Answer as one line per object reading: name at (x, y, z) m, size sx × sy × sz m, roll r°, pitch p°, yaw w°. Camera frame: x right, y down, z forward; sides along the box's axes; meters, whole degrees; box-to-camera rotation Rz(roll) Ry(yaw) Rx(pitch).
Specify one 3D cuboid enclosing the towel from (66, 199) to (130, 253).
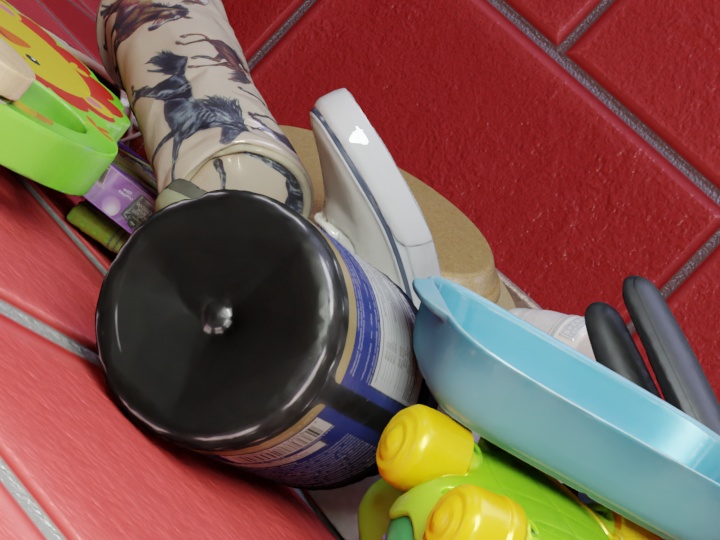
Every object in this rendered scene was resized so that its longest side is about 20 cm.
towel at (-0.080, 0.031, 1.316) m, size 0.200 × 0.023 × 0.144 m, roll 43°, pitch 4°, yaw 3°

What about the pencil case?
pencil case at (-0.086, -0.082, 1.241) m, size 0.089 × 0.078 × 0.200 m, roll 64°, pitch 0°, yaw -41°

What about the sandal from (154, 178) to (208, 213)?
sandal at (-0.068, 0.029, 1.155) m, size 0.080 × 0.057 × 0.201 m, roll 21°, pitch -25°, yaw 30°

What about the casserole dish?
casserole dish at (0.099, 0.068, 1.009) m, size 0.200 × 0.039 × 0.121 m, roll 29°, pitch 11°, yaw -15°

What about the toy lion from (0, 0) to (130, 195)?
toy lion at (-0.185, -0.101, 1.158) m, size 0.192 × 0.069 × 0.200 m, roll 28°, pitch 15°, yaw -49°

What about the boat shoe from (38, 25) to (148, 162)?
boat shoe at (-0.155, -0.087, 1.418) m, size 0.200 × 0.071 × 0.063 m, roll 39°, pitch -14°, yaw 21°

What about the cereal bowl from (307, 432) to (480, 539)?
cereal bowl at (0.065, 0.139, 1.186) m, size 0.200 × 0.083 × 0.200 m, roll 44°, pitch 2°, yaw -2°

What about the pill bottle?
pill bottle at (-0.031, 0.039, 1.034) m, size 0.112 × 0.112 × 0.200 m, roll 45°, pitch 3°, yaw 22°

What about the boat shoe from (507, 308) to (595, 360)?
boat shoe at (0.098, 0.116, 1.299) m, size 0.069 × 0.200 × 0.072 m, roll 19°, pitch 32°, yaw 37°

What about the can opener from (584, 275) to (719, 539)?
can opener at (0.158, 0.094, 1.096) m, size 0.079 × 0.063 × 0.200 m, roll 14°, pitch 55°, yaw -50°

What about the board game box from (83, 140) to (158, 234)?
board game box at (-0.116, -0.035, 1.287) m, size 0.200 × 0.032 × 0.120 m, roll 38°, pitch 1°, yaw 9°

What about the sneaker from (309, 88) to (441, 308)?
sneaker at (0.000, 0.000, 1.176) m, size 0.073 × 0.071 × 0.200 m, roll -125°, pitch -167°, yaw -53°

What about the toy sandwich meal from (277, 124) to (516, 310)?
toy sandwich meal at (-0.004, -0.011, 1.327) m, size 0.205 × 0.070 × 0.205 m, roll 25°, pitch 20°, yaw -10°

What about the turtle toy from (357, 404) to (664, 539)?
turtle toy at (0.057, 0.131, 0.979) m, size 0.146 × 0.101 × 0.200 m, roll 28°, pitch 11°, yaw -23°

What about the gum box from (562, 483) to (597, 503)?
gum box at (0.168, 0.204, 1.131) m, size 0.200 × 0.045 × 0.170 m, roll 46°, pitch 36°, yaw -27°

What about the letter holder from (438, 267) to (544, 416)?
letter holder at (0.063, 0.075, 1.426) m, size 0.200 × 0.142 × 0.101 m, roll 44°, pitch 3°, yaw 10°
